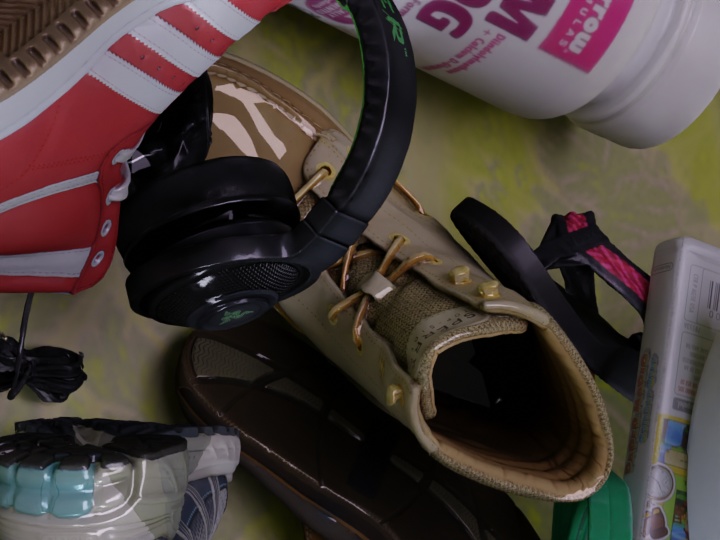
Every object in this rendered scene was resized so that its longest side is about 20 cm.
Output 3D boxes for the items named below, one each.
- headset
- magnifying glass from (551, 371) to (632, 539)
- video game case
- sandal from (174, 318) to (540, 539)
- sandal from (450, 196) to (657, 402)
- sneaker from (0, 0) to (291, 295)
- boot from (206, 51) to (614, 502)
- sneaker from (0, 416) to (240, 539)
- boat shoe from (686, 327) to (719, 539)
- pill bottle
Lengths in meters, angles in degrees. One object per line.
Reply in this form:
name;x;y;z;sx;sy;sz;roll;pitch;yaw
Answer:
headset;-0.062;-0.027;0.710;0.124;0.200;0.094;51;13;24
magnifying glass;0.086;0.090;0.796;0.022;0.200;0.080;8;117;-3
video game case;0.188;0.102;0.806;0.199;0.023;0.184;18;72;-25
sandal;0.002;0.099;0.799;0.199;0.055;0.082;37;38;-7
sandal;0.097;0.011;0.827;0.045;0.075;0.200;-44;143;7
sneaker;-0.070;-0.067;0.644;0.199;0.113;0.071;-32;62;-25
boot;0.000;0.000;0.749;0.073;0.155;0.200;-46;111;-1
sneaker;-0.086;0.094;0.681;0.077;0.200;0.087;2;89;5
boat shoe;0.165;0.103;0.738;0.067;0.072;0.202;5;80;-26
pill bottle;0.054;-0.130;0.829;0.199;0.113;0.114;23;72;-27
